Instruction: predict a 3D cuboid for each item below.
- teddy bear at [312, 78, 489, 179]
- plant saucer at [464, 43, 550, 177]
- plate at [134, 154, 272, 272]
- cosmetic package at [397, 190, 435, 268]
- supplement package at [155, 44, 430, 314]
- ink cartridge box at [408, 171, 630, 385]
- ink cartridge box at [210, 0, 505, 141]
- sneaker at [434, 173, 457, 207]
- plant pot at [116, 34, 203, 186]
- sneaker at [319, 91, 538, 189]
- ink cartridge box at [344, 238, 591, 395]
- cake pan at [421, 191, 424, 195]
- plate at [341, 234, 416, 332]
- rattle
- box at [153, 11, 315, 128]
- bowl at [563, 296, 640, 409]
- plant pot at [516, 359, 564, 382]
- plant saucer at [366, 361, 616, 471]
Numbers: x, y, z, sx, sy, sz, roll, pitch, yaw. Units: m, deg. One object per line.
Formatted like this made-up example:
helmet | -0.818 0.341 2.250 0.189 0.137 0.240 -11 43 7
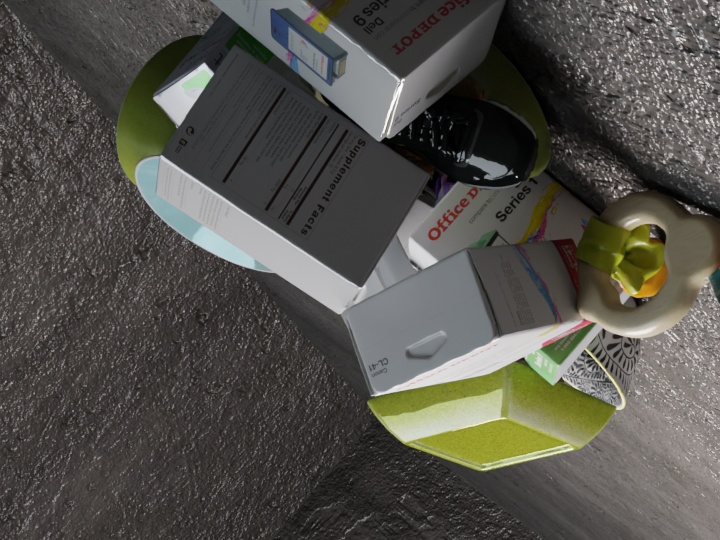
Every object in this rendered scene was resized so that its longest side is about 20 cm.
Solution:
teddy bear | 0.040 -0.135 1.336 0.198 0.066 0.147 -14 89 34
plant saucer | 0.091 -0.155 1.389 0.199 0.031 0.201 40 159 18
plate | -0.142 -0.065 1.547 0.198 0.026 0.201 23 155 11
cosmetic package | 0.029 -0.074 1.766 0.113 0.082 0.199 42 -169 35
supplement package | -0.061 -0.074 1.275 0.199 0.121 0.121 33 164 -2
ink cartridge box | 0.165 -0.011 1.485 0.200 0.145 0.084 41 170 15
ink cartridge box | -0.002 -0.222 1.198 0.200 0.145 0.088 42 150 13
sneaker | 0.116 -0.072 1.638 0.200 0.080 0.090 -62 -50 -83
plant pot | -0.131 -0.131 1.620 0.199 0.188 0.188 31 166 33
sneaker | 0.050 -0.119 1.236 0.198 0.077 0.087 26 -161 30
ink cartridge box | 0.104 0.040 1.323 0.199 0.147 0.087 -3 -111 -55
cake pan | 0.000 -0.157 1.697 0.199 0.037 0.200 35 -173 -5
plate | 0.000 0.000 1.608 0.201 0.032 0.200 64 158 18
rattle | 0.293 0.006 1.282 0.198 0.132 0.142 -9 145 44
box | -0.073 -0.161 1.447 0.096 0.177 0.200 -22 116 45
bowl | 0.236 0.048 1.611 0.200 0.094 0.201 42 170 9
plant pot | 0.125 0.110 1.646 0.198 0.094 0.201 -1 156 -1
plant saucer | 0.140 0.164 1.585 0.198 0.049 0.199 -20 149 39
